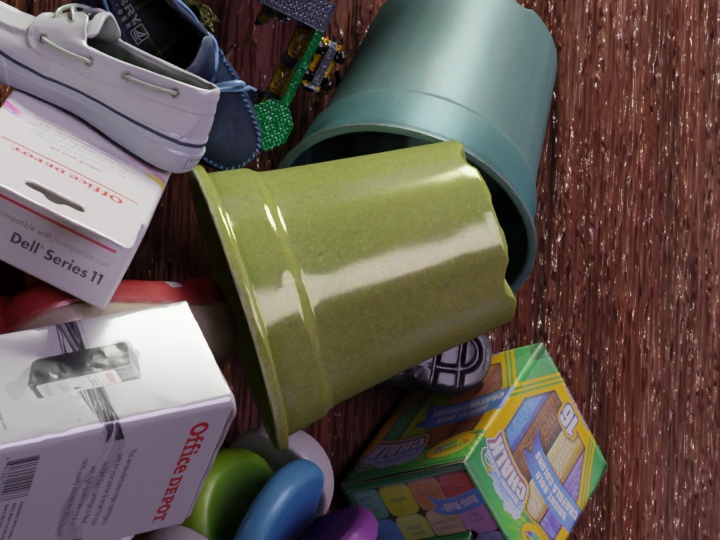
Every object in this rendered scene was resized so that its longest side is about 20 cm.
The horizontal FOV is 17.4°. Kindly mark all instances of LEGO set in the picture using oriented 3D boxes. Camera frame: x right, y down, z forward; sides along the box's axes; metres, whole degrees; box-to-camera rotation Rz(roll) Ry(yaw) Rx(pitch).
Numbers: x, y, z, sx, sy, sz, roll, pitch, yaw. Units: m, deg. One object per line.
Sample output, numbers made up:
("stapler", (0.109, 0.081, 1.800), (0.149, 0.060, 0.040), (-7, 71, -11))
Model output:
("LEGO set", (-0.119, -0.180, 1.667), (0.199, 0.116, 0.154), (14, 101, -30))

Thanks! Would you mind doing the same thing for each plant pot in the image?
("plant pot", (0.000, 0.000, 1.592), (0.184, 0.200, 0.201), (-17, 96, -7))
("plant pot", (0.057, -0.103, 1.766), (0.200, 0.200, 0.196), (48, 44, -29))

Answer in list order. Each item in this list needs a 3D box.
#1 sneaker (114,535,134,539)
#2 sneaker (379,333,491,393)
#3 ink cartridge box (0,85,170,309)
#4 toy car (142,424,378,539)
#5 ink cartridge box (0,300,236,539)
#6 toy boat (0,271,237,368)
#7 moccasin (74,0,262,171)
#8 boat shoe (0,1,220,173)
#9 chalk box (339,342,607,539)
("sneaker", (-0.218, 0.200, 1.486), (0.140, 0.078, 0.201), (17, 70, -44))
("sneaker", (-0.004, 0.056, 1.747), (0.199, 0.079, 0.076), (16, 78, -21))
("ink cartridge box", (-0.189, -0.047, 1.475), (0.117, 0.067, 0.200), (27, 21, -6))
("toy car", (-0.044, 0.208, 1.615), (0.175, 0.150, 0.200), (-44, 114, -41))
("ink cartridge box", (-0.193, 0.106, 1.431), (0.199, 0.144, 0.084), (-10, 57, -28))
("toy boat", (-0.181, 0.030, 1.548), (0.200, 0.131, 0.131), (3, 51, -46))
("moccasin", (-0.131, -0.136, 1.566), (0.080, 0.068, 0.200), (-45, 121, -5))
("boat shoe", (-0.177, -0.139, 1.512), (0.200, 0.067, 0.074), (29, 21, 4))
("chalk box", (0.078, 0.167, 1.756), (0.124, 0.124, 0.200), (61, 38, -19))
